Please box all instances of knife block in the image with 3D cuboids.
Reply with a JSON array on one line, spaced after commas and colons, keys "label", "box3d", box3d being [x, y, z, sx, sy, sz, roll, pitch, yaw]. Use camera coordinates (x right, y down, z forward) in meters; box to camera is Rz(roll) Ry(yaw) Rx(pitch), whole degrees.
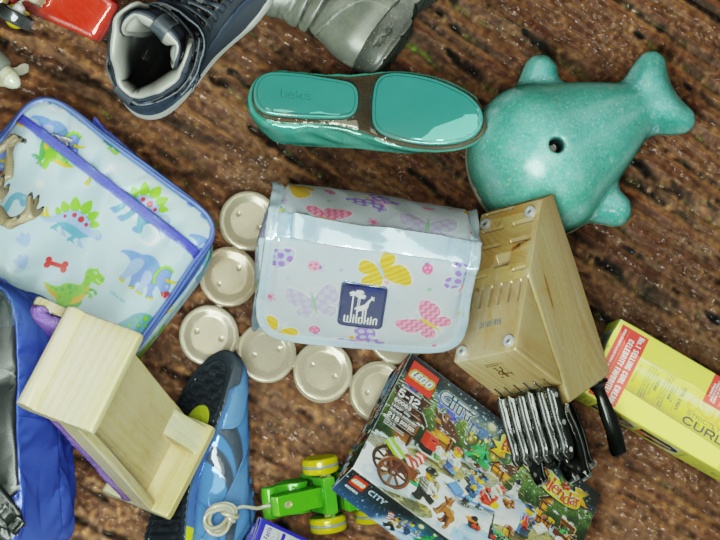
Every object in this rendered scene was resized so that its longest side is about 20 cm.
[{"label": "knife block", "box3d": [0.157, 0.066, 1.633, 0.175, 0.064, 0.202, 37, 53, -39]}]

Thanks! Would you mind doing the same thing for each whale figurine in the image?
[{"label": "whale figurine", "box3d": [0.184, -0.112, 1.681, 0.199, 0.104, 0.160, -26, 86, -7]}]

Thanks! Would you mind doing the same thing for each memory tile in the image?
[{"label": "memory tile", "box3d": [-0.039, 0.029, 1.676, 0.198, 0.017, 0.155, 19, 79, -4]}]

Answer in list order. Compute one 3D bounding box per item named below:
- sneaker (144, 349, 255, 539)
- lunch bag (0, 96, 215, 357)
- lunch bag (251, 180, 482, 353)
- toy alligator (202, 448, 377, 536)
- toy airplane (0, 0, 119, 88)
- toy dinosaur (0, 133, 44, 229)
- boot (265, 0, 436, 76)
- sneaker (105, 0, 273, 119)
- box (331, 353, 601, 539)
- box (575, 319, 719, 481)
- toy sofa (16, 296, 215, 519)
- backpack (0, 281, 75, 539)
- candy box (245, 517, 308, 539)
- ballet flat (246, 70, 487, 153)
[{"label": "sneaker", "box3d": [-0.116, 0.167, 1.627, 0.078, 0.066, 0.202, 23, 73, -37]}, {"label": "lunch bag", "box3d": [-0.224, -0.031, 1.624, 0.200, 0.082, 0.161, 38, 78, 3]}, {"label": "lunch bag", "box3d": [0.000, 0.000, 1.574, 0.168, 0.200, 0.128, 7, 79, -5]}, {"label": "toy alligator", "box3d": [-0.040, 0.179, 1.624, 0.198, 0.054, 0.060, -9, 95, -22]}, {"label": "toy airplane", "box3d": [-0.278, -0.248, 1.639, 0.199, 0.141, 0.201, -19, 71, 26]}, {"label": "toy dinosaur", "box3d": [-0.298, -0.046, 1.543, 0.100, 0.058, 0.201, -13, 45, 26]}, {"label": "boot", "box3d": [0.013, -0.267, 1.706, 0.130, 0.068, 0.201, 37, 77, 5]}, {"label": "sneaker", "box3d": [-0.129, -0.212, 1.615, 0.077, 0.146, 0.203, 34, 90, 4]}, {"label": "box", "box3d": [0.087, 0.176, 1.617, 0.199, 0.038, 0.137, 36, 46, -7]}, {"label": "box", "box3d": [0.280, 0.121, 1.688, 0.199, 0.050, 0.076, 31, 80, -2]}, {"label": "toy sofa", "box3d": [-0.191, 0.105, 1.512, 0.097, 0.200, 0.083, 19, 70, 21]}, {"label": "backpack", "box3d": [-0.297, 0.108, 1.542, 0.161, 0.168, 0.202, -6, 84, 15]}, {"label": "candy box", "box3d": [-0.030, 0.314, 1.571, 0.199, 0.077, 0.170, 26, 110, -1]}, {"label": "ballet flat", "box3d": [0.006, -0.128, 1.676, 0.198, 0.070, 0.068, 6, 74, 2]}]
